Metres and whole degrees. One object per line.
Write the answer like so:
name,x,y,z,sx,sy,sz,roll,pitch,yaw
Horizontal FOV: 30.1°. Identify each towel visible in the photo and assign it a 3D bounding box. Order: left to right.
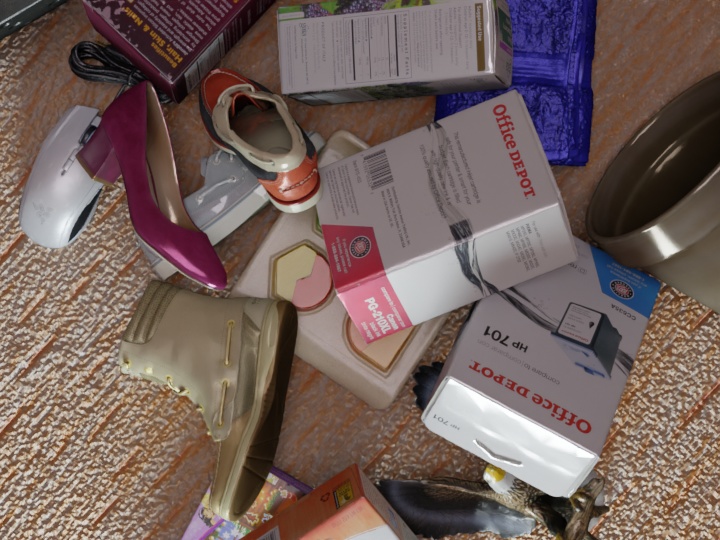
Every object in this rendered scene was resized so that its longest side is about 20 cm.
towel,0.144,-0.199,1.223,0.145,0.050,0.203,4,92,3

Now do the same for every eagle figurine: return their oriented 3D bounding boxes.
eagle figurine,0.123,0.187,1.212,0.198,0.152,0.152,23,48,31

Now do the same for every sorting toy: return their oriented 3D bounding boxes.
sorting toy,0.000,0.000,1.243,0.184,0.036,0.201,33,93,2

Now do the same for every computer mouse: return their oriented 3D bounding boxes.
computer mouse,-0.258,-0.112,1.251,0.109,0.044,0.202,28,93,1

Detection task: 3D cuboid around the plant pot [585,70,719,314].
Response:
plant pot,0.324,-0.047,1.162,0.173,0.200,0.200,41,93,-15

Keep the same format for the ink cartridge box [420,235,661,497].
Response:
ink cartridge box,0.159,0.070,1.162,0.145,0.086,0.201,27,52,2

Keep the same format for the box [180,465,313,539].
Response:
box,-0.109,0.285,1.255,0.136,0.039,0.202,28,93,3

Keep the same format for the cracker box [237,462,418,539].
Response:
cracker box,-0.001,0.286,1.197,0.133,0.058,0.201,-34,116,7

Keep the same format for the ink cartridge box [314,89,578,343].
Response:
ink cartridge box,0.069,-0.047,1.143,0.198,0.085,0.146,-21,48,8

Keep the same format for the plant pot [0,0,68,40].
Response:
plant pot,-0.349,-0.297,1.188,0.198,0.200,0.179,-29,101,4

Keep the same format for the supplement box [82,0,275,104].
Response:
supplement box,-0.140,-0.265,1.204,0.110,0.086,0.200,42,83,2

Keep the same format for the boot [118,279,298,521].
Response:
boot,-0.149,0.115,1.219,0.153,0.073,0.203,10,84,16

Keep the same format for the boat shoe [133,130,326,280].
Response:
boat shoe,-0.124,-0.075,1.231,0.200,0.070,0.072,-38,92,6

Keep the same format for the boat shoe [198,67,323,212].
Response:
boat shoe,-0.095,-0.129,1.182,0.071,0.063,0.200,-31,47,-7

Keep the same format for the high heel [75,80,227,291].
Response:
high heel,-0.164,-0.075,1.184,0.096,0.067,0.200,-48,64,9

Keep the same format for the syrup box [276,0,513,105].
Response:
syrup box,0.032,-0.198,1.191,0.197,0.079,0.083,-4,88,18
